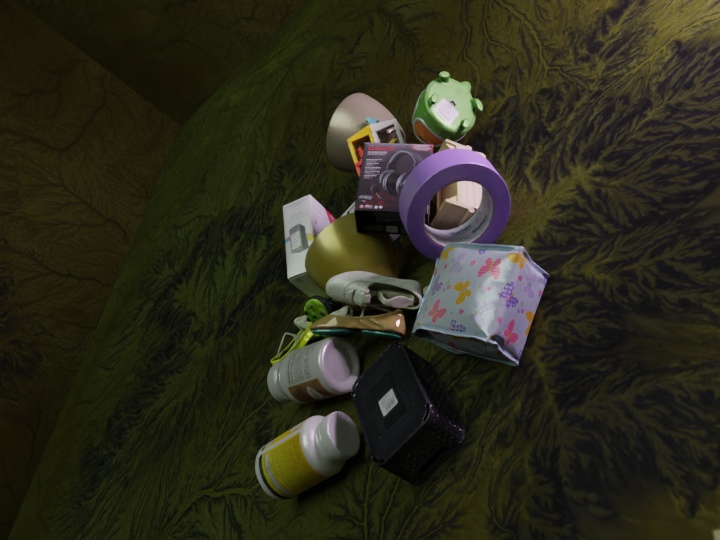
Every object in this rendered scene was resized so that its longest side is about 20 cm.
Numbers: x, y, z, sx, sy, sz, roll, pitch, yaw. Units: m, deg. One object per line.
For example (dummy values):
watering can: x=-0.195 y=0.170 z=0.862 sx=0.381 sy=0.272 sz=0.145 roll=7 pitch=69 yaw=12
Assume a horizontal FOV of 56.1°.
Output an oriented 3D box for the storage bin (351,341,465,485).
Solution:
storage bin: x=0.075 y=0.237 z=1.144 sx=0.135 sy=0.093 sz=0.201 roll=-47 pitch=30 yaw=14

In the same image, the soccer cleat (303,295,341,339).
soccer cleat: x=-0.075 y=0.088 z=1.445 sx=0.082 sy=0.067 sz=0.201 roll=-58 pitch=-15 yaw=-21

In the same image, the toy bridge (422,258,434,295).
toy bridge: x=0.151 y=0.035 z=1.298 sx=0.067 sy=0.027 sz=0.203 roll=-27 pitch=41 yaw=38

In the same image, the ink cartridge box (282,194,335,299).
ink cartridge box: x=-0.108 y=-0.050 z=1.584 sx=0.084 sy=0.147 sz=0.204 roll=-20 pitch=59 yaw=19

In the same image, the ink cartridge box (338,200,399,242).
ink cartridge box: x=0.030 y=-0.108 z=1.525 sx=0.200 sy=0.115 sz=0.068 roll=-46 pitch=30 yaw=17

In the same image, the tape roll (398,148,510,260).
tape roll: x=0.172 y=-0.117 z=1.243 sx=0.200 sy=0.199 sz=0.066 roll=-44 pitch=31 yaw=17

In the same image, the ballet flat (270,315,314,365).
ballet flat: x=-0.137 y=0.149 z=1.556 sx=0.202 sy=0.067 sz=0.067 roll=-55 pitch=11 yaw=3

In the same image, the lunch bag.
lunch bag: x=0.191 y=0.050 z=1.131 sx=0.198 sy=0.127 sz=0.172 roll=6 pitch=67 yaw=46

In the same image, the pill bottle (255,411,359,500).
pill bottle: x=-0.098 y=0.345 z=1.269 sx=0.199 sy=0.112 sz=0.114 roll=-36 pitch=35 yaw=31

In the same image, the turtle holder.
turtle holder: x=0.185 y=-0.367 z=1.536 sx=0.132 sy=0.138 sz=0.189 roll=-42 pitch=37 yaw=54

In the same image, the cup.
cup: x=0.030 y=-0.327 z=1.698 sx=0.142 sy=0.200 sz=0.203 roll=26 pitch=81 yaw=33

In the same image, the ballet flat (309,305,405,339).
ballet flat: x=-0.005 y=0.100 z=1.347 sx=0.195 sy=0.069 sz=0.064 roll=2 pitch=77 yaw=12

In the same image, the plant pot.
plant pot: x=0.000 y=0.000 z=1.419 sx=0.200 sy=0.199 sz=0.143 roll=-46 pitch=55 yaw=15

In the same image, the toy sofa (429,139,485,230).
toy sofa: x=0.200 y=-0.166 z=1.388 sx=0.083 sy=0.096 sz=0.203 roll=120 pitch=161 yaw=-47

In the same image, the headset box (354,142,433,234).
headset box: x=0.072 y=-0.175 z=1.375 sx=0.145 sy=0.078 sz=0.203 roll=4 pitch=58 yaw=8

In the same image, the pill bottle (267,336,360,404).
pill bottle: x=-0.103 y=0.214 z=1.403 sx=0.198 sy=0.114 sz=0.116 roll=-24 pitch=42 yaw=43

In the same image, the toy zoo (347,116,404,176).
toy zoo: x=0.048 y=-0.268 z=1.594 sx=0.129 sy=0.020 sz=0.204 roll=-21 pitch=78 yaw=11

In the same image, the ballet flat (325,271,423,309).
ballet flat: x=0.031 y=0.044 z=1.311 sx=0.069 sy=0.195 sz=0.071 roll=-175 pitch=90 yaw=-83
